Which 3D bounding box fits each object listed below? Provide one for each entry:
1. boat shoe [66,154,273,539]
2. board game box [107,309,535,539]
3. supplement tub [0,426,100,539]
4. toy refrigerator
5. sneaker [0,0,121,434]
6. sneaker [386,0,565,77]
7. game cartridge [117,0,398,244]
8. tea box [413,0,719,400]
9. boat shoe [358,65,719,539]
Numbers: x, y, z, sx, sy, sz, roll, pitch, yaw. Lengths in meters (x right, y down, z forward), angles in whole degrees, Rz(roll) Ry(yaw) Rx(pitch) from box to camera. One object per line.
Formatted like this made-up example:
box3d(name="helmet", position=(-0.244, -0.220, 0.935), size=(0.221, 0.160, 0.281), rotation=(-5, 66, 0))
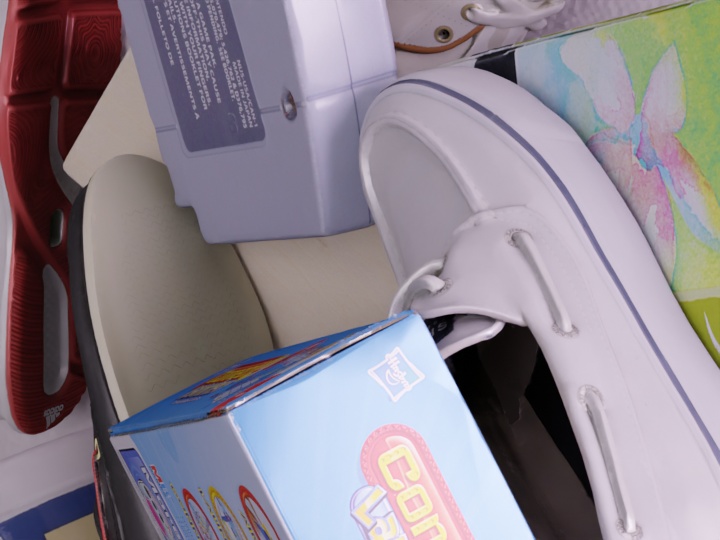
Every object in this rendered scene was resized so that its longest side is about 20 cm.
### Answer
box3d(name="boat shoe", position=(-0.060, 0.063, 0.937), size=(0.063, 0.074, 0.202), rotation=(-28, 75, 43))
box3d(name="board game box", position=(0.013, 0.116, 0.795), size=(0.056, 0.196, 0.200), rotation=(-27, 92, -14))
box3d(name="supplement tub", position=(-0.088, 0.168, 1.004), size=(0.144, 0.144, 0.200), rotation=(-32, 79, 26))
box3d(name="toy refrigerator", position=(0.000, 0.000, 0.984), size=(0.200, 0.076, 0.070), rotation=(39, 110, 19))
box3d(name="sneaker", position=(-0.156, -0.045, 1.062), size=(0.115, 0.078, 0.201), rotation=(8, 96, 26))
box3d(name="sneaker", position=(0.054, -0.100, 0.949), size=(0.200, 0.073, 0.085), rotation=(-14, 78, 39))
box3d(name="game cartridge", position=(-0.042, -0.108, 0.884), size=(0.133, 0.041, 0.201), rotation=(1, 108, 69))
box3d(name="tea box", position=(0.123, 0.025, 0.826), size=(0.197, 0.133, 0.201), rotation=(-11, 87, 57))
box3d(name="boat shoe", position=(0.041, 0.017, 0.768), size=(0.200, 0.065, 0.074), rotation=(53, 138, 39))
